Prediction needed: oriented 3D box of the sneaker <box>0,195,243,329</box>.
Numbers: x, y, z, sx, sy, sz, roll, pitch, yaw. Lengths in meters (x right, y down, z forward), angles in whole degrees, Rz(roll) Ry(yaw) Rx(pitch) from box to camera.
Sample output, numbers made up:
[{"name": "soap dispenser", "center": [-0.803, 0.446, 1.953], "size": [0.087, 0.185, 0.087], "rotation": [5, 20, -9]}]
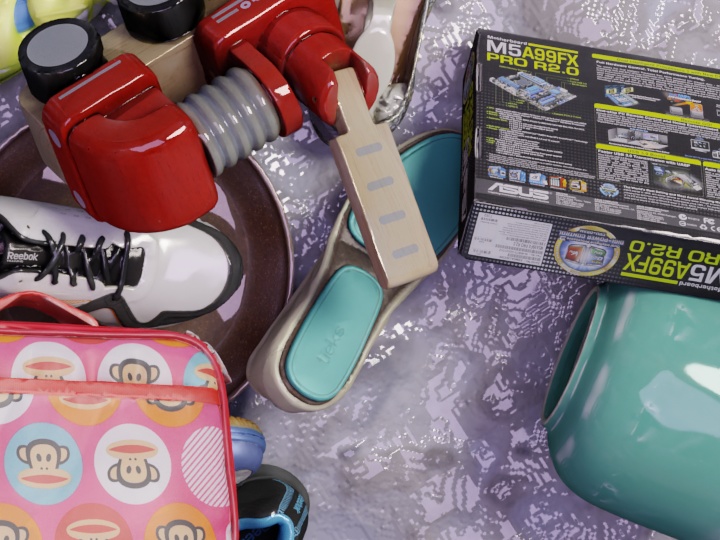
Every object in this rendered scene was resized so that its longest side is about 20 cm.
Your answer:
[{"name": "sneaker", "center": [-0.165, -0.003, 1.363], "size": [0.199, 0.080, 0.074], "rotation": [5, 94, -6]}]

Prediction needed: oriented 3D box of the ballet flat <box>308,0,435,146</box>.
[{"name": "ballet flat", "center": [0.015, -0.164, 1.398], "size": [0.072, 0.072, 0.201], "rotation": [11, 95, -4]}]

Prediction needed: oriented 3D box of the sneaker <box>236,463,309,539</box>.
[{"name": "sneaker", "center": [-0.110, 0.195, 1.420], "size": [0.073, 0.082, 0.200], "rotation": [42, 94, -9]}]

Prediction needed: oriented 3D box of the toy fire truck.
[{"name": "toy fire truck", "center": [-0.061, -0.069, 1.312], "size": [0.176, 0.200, 0.129], "rotation": [-34, 138, -17]}]

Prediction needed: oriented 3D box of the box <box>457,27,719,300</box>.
[{"name": "box", "center": [0.157, -0.058, 1.375], "size": [0.199, 0.160, 0.044], "rotation": [9, 131, -5]}]

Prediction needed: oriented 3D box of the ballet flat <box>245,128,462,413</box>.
[{"name": "ballet flat", "center": [0.000, 0.000, 1.410], "size": [0.069, 0.069, 0.200], "rotation": [40, 68, -6]}]

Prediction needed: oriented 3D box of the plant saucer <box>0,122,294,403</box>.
[{"name": "plant saucer", "center": [-0.139, -0.002, 1.421], "size": [0.200, 0.037, 0.201], "rotation": [0, 96, -4]}]

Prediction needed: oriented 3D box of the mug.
[{"name": "mug", "center": [0.174, 0.061, 1.402], "size": [0.114, 0.185, 0.152], "rotation": [21, 119, -3]}]

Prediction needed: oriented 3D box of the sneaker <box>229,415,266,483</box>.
[{"name": "sneaker", "center": [-0.141, 0.150, 1.404], "size": [0.200, 0.075, 0.088], "rotation": [-22, 62, 7]}]

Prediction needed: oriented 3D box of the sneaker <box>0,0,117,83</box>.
[{"name": "sneaker", "center": [-0.168, -0.190, 1.381], "size": [0.200, 0.076, 0.105], "rotation": [-32, 96, 1]}]

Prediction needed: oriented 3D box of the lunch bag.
[{"name": "lunch bag", "center": [-0.168, 0.097, 1.310], "size": [0.200, 0.082, 0.177], "rotation": [3, 70, -23]}]
